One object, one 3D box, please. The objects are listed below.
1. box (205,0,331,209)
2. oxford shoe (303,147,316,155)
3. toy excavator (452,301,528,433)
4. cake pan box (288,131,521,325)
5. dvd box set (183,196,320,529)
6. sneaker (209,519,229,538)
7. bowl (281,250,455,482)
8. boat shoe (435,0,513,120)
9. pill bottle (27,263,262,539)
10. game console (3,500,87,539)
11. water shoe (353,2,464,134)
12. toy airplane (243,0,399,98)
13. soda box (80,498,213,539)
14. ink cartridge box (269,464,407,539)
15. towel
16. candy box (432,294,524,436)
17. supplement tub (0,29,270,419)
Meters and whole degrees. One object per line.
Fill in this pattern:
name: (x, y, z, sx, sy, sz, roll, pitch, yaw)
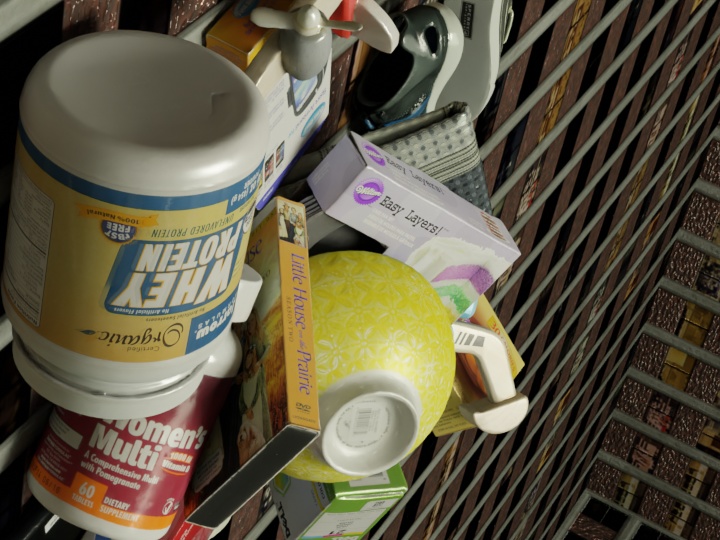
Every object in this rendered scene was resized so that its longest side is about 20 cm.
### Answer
box: (-0.065, -0.135, 1.392, 0.119, 0.041, 0.200, -54, 164, -32)
oxford shoe: (-0.039, -0.013, 1.608, 0.071, 0.071, 0.200, -53, 163, -38)
toy excavator: (0.073, 0.046, 1.738, 0.100, 0.200, 0.195, -150, -111, -68)
cake pan box: (0.000, 0.000, 1.518, 0.200, 0.052, 0.184, 29, 111, -41)
dvd box set: (-0.083, 0.065, 1.373, 0.146, 0.029, 0.200, -44, -142, 40)
sneaker: (-0.110, 0.129, 1.565, 0.111, 0.077, 0.200, -68, 173, 32)
bowl: (-0.008, 0.095, 1.469, 0.200, 0.108, 0.200, -10, 124, -15)
boat shoe: (0.108, -0.224, 1.740, 0.064, 0.071, 0.200, -46, 154, -45)
pill bottle: (-0.148, 0.079, 1.331, 0.200, 0.109, 0.110, -66, 164, 9)
game console: (-0.228, 0.216, 1.451, 0.200, 0.031, 0.177, -52, 156, -37)
water shoe: (0.022, -0.143, 1.641, 0.079, 0.072, 0.200, -10, 131, -36)
toy airplane: (-0.002, -0.206, 1.224, 0.199, 0.141, 0.200, -13, 118, -57)
soda box: (-0.188, 0.243, 1.436, 0.200, 0.070, 0.063, -59, 159, -24)
ink cartridge box: (-0.053, 0.181, 1.707, 0.076, 0.148, 0.200, -1, 148, -32)
towel: (0.011, -0.033, 1.552, 0.200, 0.035, 0.193, -23, 136, -6)
candy box: (0.069, 0.044, 1.838, 0.056, 0.200, 0.117, -19, -163, 39)
supplement tub: (-0.138, -0.025, 1.135, 0.145, 0.144, 0.200, -45, 155, -49)
